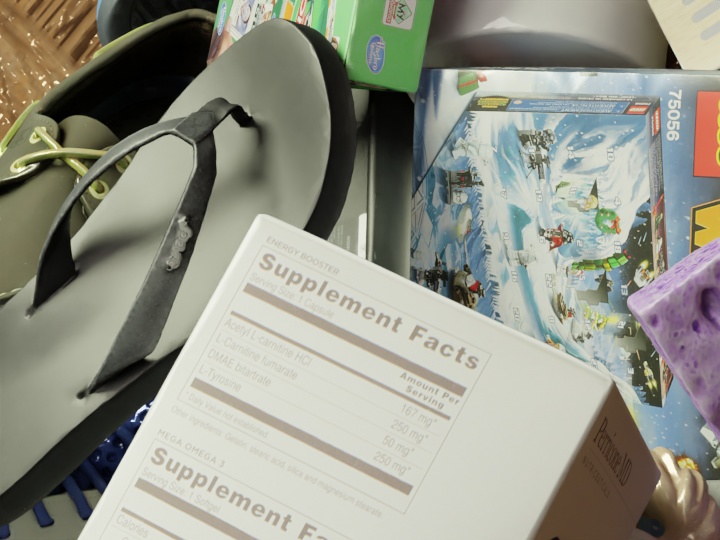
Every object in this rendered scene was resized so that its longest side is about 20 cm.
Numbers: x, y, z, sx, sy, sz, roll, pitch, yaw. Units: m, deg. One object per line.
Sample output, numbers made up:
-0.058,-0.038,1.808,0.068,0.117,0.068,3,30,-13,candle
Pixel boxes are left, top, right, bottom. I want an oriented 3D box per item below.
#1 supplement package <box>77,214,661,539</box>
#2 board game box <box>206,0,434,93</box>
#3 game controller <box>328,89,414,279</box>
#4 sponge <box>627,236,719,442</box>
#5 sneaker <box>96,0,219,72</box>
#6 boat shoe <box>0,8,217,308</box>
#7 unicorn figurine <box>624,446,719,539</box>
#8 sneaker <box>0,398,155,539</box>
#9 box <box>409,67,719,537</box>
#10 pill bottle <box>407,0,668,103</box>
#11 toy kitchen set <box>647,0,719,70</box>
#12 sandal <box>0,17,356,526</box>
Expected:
-0.016,0.106,0.664,0.110,0.114,0.200,26,81,19,supplement package
0.000,-0.162,0.840,0.135,0.029,0.200,14,93,66,board game box
0.000,0.000,0.905,0.104,0.042,0.200,-21,57,42,game controller
0.190,-0.001,0.713,0.200,0.030,0.112,-34,95,0,sponge
-0.049,-0.170,0.998,0.078,0.066,0.200,29,84,47,sneaker
-0.102,-0.033,0.895,0.072,0.060,0.202,23,36,13,boat shoe
0.049,0.139,0.727,0.137,0.074,0.200,21,95,23,unicorn figurine
-0.086,0.074,0.845,0.199,0.115,0.081,-48,45,23,sneaker
0.080,0.036,0.780,0.137,0.040,0.200,5,96,35,box
0.068,-0.153,0.873,0.120,0.120,0.200,-8,64,31,pill bottle
0.146,-0.182,0.808,0.180,0.163,0.200,-33,54,17,toy kitchen set
-0.076,0.004,0.779,0.200,0.043,0.076,-49,55,7,sandal
